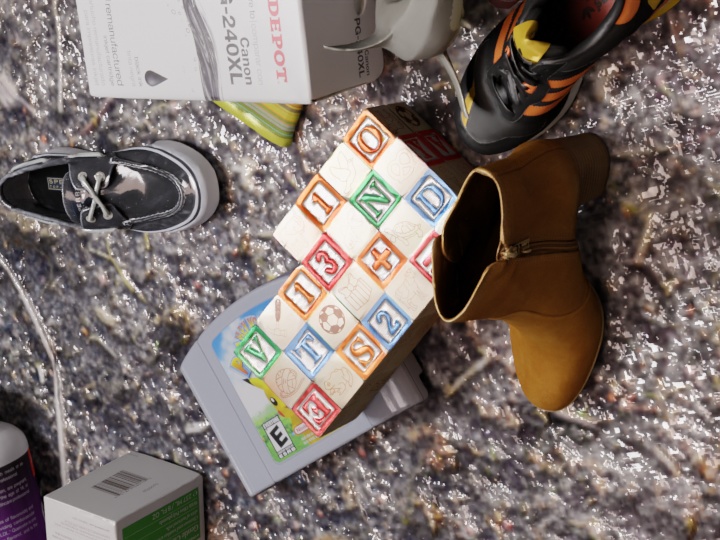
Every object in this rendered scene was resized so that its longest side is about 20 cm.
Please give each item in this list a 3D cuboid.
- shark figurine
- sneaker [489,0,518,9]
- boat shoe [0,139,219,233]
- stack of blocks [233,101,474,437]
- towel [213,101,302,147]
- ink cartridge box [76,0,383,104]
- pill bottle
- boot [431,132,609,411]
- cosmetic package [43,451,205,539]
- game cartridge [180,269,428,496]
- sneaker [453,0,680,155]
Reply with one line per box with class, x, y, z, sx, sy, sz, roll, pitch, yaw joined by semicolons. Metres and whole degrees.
shark figurine;0.020;-0.157;1.043;0.214;0.089;0.129;103;155;-80
sneaker;0.074;-0.250;1.056;0.116;0.075;0.201;109;158;-73
boat shoe;-0.197;-0.061;1.342;0.200;0.068;0.072;8;111;37
stack of blocks;0.000;0.000;1.182;0.115;0.059;0.200;44;116;14
towel;-0.052;-0.188;1.216;0.086;0.018;0.200;35;125;20
ink cartridge box;-0.093;-0.192;1.179;0.200;0.083;0.146;5;110;35
pill bottle;-0.331;0.208;1.519;0.112;0.112;0.201;-2;105;39
boot;0.092;0.015;1.086;0.071;0.144;0.202;21;118;32
cosmetic package;-0.187;0.262;1.426;0.085;0.108;0.201;13;115;34
game cartridge;-0.050;0.075;1.296;0.200;0.040;0.134;-34;79;41
sneaker;0.107;-0.135;1.055;0.200;0.090;0.070;-43;78;40
